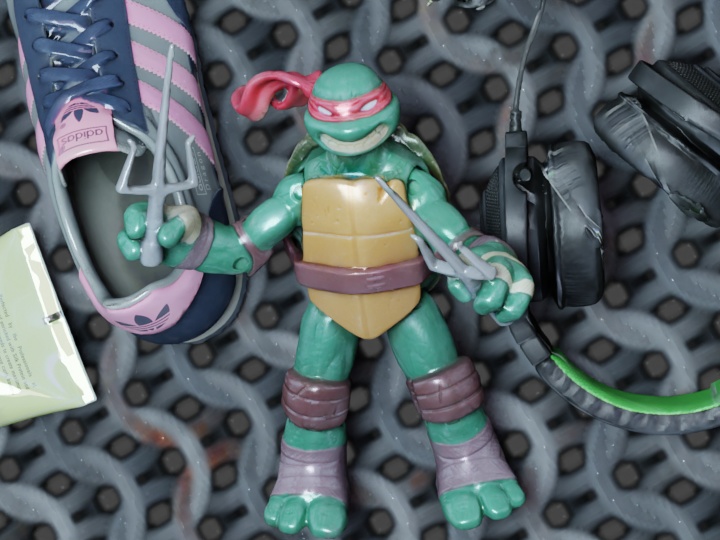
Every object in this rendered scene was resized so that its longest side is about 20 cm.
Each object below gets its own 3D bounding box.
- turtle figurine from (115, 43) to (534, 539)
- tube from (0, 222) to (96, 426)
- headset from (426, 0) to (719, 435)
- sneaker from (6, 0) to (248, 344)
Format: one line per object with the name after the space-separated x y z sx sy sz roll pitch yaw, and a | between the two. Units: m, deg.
0.000 0.000 0.861 0.149 0.101 0.200 3 120 24 | turtle figurine
-0.209 0.055 0.950 0.200 0.052 0.058 -23 126 6 | tube
0.093 -0.032 0.866 0.123 0.094 0.200 -31 94 8 | headset
-0.098 -0.068 0.910 0.070 0.082 0.200 -23 84 12 | sneaker
